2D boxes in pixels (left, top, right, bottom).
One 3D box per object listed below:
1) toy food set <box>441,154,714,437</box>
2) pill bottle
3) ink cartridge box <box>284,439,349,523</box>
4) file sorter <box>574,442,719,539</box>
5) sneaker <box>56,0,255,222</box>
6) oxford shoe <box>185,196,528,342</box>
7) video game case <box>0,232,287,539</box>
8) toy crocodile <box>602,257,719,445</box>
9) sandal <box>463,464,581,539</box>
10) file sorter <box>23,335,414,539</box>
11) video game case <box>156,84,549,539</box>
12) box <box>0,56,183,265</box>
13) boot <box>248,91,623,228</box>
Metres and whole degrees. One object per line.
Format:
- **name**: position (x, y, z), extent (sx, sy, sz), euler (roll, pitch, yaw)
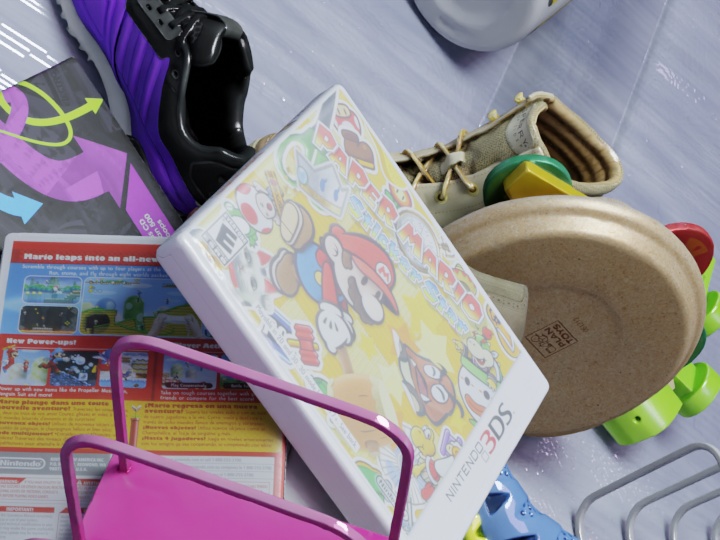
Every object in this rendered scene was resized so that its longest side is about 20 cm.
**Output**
- **toy food set**: position (0.114, 0.025, 1.057), extent (0.199, 0.198, 0.049), euler (30, 36, -24)
- **pill bottle**: position (0.125, -0.243, 1.272), extent (0.112, 0.111, 0.200), euler (55, 43, -5)
- **ink cartridge box**: position (-0.014, 0.180, 0.885), extent (0.200, 0.144, 0.085), euler (39, 52, -21)
- **file sorter**: position (0.257, 0.195, 1.140), extent (0.199, 0.138, 0.126), euler (12, 57, -39)
- **sneaker**: position (-0.105, -0.128, 1.000), extent (0.069, 0.099, 0.202), euler (-7, 73, -47)
- **oxford shoe**: position (0.000, 0.000, 0.977), extent (0.199, 0.070, 0.075), euler (27, 69, -9)
- **video game case**: position (-0.104, 0.070, 0.807), extent (0.141, 0.018, 0.202), euler (2, 55, -1)
- **toy crocodile**: position (0.214, 0.044, 1.245), extent (0.067, 0.062, 0.201), euler (41, 41, -18)
- **sandal**: position (0.109, 0.182, 1.032), extent (0.079, 0.086, 0.202), euler (-8, 75, -89)
- **file sorter**: position (-0.072, 0.146, 0.669), extent (0.138, 0.126, 0.201), euler (17, 56, 9)
- **video game case**: position (0.006, 0.027, 0.861), extent (0.201, 0.023, 0.182), euler (54, 35, -10)
- **box**: position (-0.177, -0.011, 0.890), extent (0.144, 0.036, 0.200), euler (56, 44, -4)
- **boot**: position (0.044, -0.060, 1.063), extent (0.199, 0.155, 0.074), euler (22, 54, -34)
